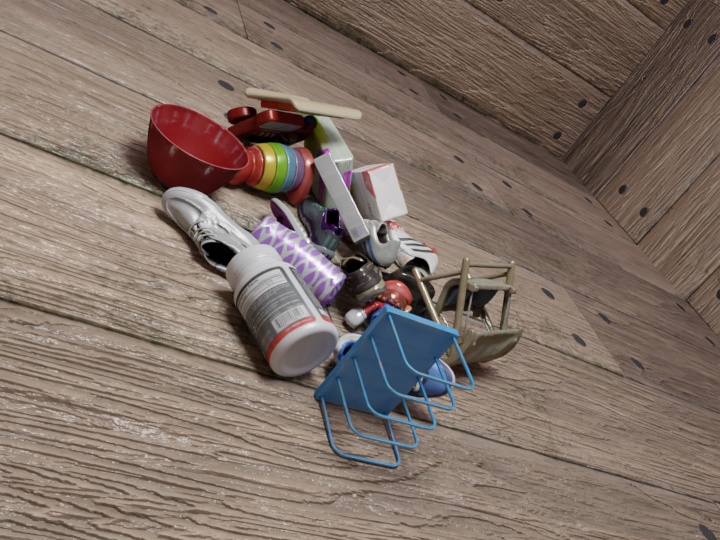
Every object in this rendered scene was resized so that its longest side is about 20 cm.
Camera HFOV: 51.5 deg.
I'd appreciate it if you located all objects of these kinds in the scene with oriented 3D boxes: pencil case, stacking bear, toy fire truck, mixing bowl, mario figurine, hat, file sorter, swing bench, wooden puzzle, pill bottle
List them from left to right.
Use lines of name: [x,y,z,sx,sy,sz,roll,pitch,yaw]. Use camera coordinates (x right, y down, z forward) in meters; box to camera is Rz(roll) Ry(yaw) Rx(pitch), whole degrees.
mixing bowl: [-0.322,-0.211,1.407,0.200,0.108,0.200,28,25,-15]
stacking bear: [-0.207,-0.215,1.566,0.200,0.114,0.122,0,60,-40]
toy fire truck: [-0.187,-0.305,1.641,0.200,0.168,0.112,-2,83,-53]
pill bottle: [-0.129,0.058,1.175,0.116,0.116,0.200,7,37,-46]
pencil case: [-0.117,-0.014,1.362,0.200,0.084,0.086,40,-13,4]
wooden puzzle: [-0.125,-0.353,1.609,0.185,0.037,0.200,-1,19,-41]
mario figurine: [0.042,0.103,1.397,0.200,0.106,0.124,-69,142,-54]
file sorter: [0.051,0.178,1.100,0.139,0.200,0.123,20,31,-31]
hat: [0.097,0.038,1.541,0.200,0.081,0.201,29,27,-16]
swing bench: [0.218,0.085,1.462,0.199,0.130,0.201,1,79,-51]

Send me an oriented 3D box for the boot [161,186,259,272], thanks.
boot: [-0.259,-0.066,1.272,0.200,0.074,0.096,33,18,-8]

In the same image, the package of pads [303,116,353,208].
package of pads: [-0.077,-0.243,1.726,0.068,0.155,0.200,-8,43,-17]

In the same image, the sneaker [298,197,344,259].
sneaker: [-0.072,-0.111,1.577,0.074,0.088,0.200,20,30,-31]

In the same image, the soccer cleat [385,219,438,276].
soccer cleat: [0.089,-0.052,1.711,0.200,0.069,0.085,29,40,-10]

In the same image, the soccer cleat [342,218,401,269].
soccer cleat: [0.015,-0.084,1.629,0.070,0.086,0.200,4,32,-49]

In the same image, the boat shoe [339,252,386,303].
boat shoe: [0.000,0.000,1.424,0.073,0.074,0.200,62,-6,-15]

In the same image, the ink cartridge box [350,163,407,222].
ink cartridge box: [0.026,-0.178,1.693,0.067,0.117,0.200,-21,13,-17]

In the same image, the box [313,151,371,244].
box: [-0.038,-0.151,1.572,0.200,0.041,0.039,63,3,8]

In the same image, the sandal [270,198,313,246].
sandal: [-0.137,-0.064,1.452,0.050,0.083,0.203,-28,60,-15]

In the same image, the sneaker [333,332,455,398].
sneaker: [0.049,0.159,1.207,0.200,0.081,0.146,22,3,13]
